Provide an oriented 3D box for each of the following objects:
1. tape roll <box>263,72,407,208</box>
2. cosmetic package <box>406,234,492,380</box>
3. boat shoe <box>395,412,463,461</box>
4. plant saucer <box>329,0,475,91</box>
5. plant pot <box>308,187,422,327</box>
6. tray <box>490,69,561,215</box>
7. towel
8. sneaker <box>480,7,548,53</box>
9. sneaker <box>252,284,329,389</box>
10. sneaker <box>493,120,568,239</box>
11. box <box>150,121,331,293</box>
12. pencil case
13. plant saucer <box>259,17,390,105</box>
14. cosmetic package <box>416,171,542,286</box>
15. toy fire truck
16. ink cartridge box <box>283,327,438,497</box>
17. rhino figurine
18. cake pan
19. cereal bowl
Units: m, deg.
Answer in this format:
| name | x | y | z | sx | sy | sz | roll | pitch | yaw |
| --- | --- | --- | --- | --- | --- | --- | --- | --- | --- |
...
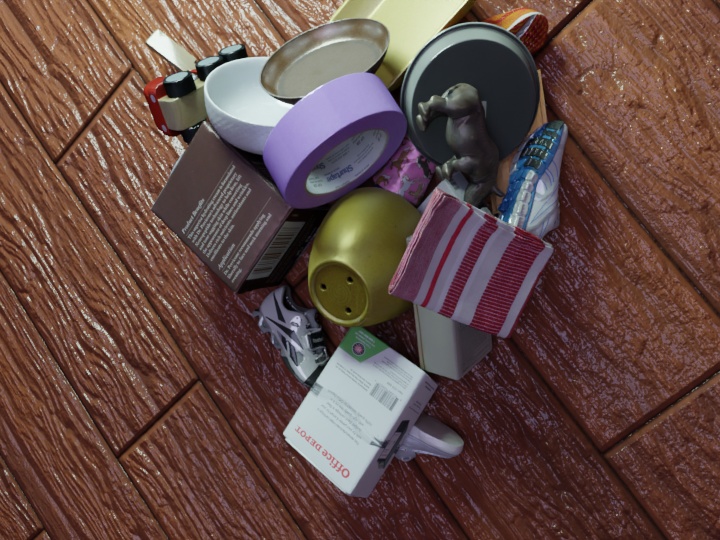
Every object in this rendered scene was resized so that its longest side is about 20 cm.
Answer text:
| name | x | y | z | sx | sy | sz | roll | pitch | yaw |
| --- | --- | --- | --- | --- | --- | --- | --- | --- | --- |
| tape roll | -0.033 | -0.172 | 0.873 | 0.198 | 0.199 | 0.067 | -39 | 75 | 16 |
| cosmetic package | 0.129 | 0.037 | 0.913 | 0.072 | 0.102 | 0.206 | 9 | 116 | 40 |
| boat shoe | 0.064 | 0.259 | 1.005 | 0.194 | 0.072 | 0.071 | 16 | 101 | 16 |
| plant saucer | 0.066 | -0.378 | 0.944 | 0.200 | 0.048 | 0.202 | -44 | 54 | 17 |
| plant pot | 0.000 | 0.000 | 0.935 | 0.194 | 0.142 | 0.206 | 13 | 120 | 22 |
| tray | 0.230 | -0.177 | 0.938 | 0.096 | 0.037 | 0.207 | -8 | 92 | 19 |
| towel | 0.148 | -0.002 | 0.833 | 0.195 | 0.023 | 0.147 | 21 | 103 | -21 |
| sneaker | 0.169 | -0.313 | 0.905 | 0.195 | 0.077 | 0.075 | -21 | 123 | -11 |
| sneaker | -0.089 | 0.112 | 1.044 | 0.089 | 0.074 | 0.201 | -44 | 80 | 18 |
| sneaker | 0.248 | -0.105 | 0.892 | 0.085 | 0.075 | 0.205 | 22 | 91 | -22 |
| box | -0.183 | -0.098 | 1.015 | 0.199 | 0.164 | 0.167 | 42 | 105 | 11 |
| pencil case | 0.087 | -0.202 | 0.962 | 0.084 | 0.083 | 0.205 | 20 | 102 | -19 |
| plant saucer | -0.048 | -0.291 | 0.905 | 0.194 | 0.204 | 0.033 | -4 | 137 | 19 |
| cosmetic package | 0.172 | -0.038 | 0.945 | 0.202 | 0.050 | 0.083 | 55 | 136 | 8 |
| toy fire truck | -0.288 | -0.310 | 1.041 | 0.196 | 0.176 | 0.132 | 17 | 135 | 38 |
| ink cartridge box | 0.000 | 0.208 | 0.957 | 0.144 | 0.084 | 0.203 | 32 | 84 | 29 |
| rhino figurine | 0.143 | -0.152 | 0.857 | 0.086 | 0.060 | 0.203 | -29 | 118 | -4 |
| cake pan | 0.151 | -0.227 | 0.874 | 0.193 | 0.037 | 0.206 | 0 | 119 | 0 |
| cereal bowl | -0.134 | -0.234 | 0.955 | 0.196 | 0.201 | 0.085 | 24 | 136 | 15 |
